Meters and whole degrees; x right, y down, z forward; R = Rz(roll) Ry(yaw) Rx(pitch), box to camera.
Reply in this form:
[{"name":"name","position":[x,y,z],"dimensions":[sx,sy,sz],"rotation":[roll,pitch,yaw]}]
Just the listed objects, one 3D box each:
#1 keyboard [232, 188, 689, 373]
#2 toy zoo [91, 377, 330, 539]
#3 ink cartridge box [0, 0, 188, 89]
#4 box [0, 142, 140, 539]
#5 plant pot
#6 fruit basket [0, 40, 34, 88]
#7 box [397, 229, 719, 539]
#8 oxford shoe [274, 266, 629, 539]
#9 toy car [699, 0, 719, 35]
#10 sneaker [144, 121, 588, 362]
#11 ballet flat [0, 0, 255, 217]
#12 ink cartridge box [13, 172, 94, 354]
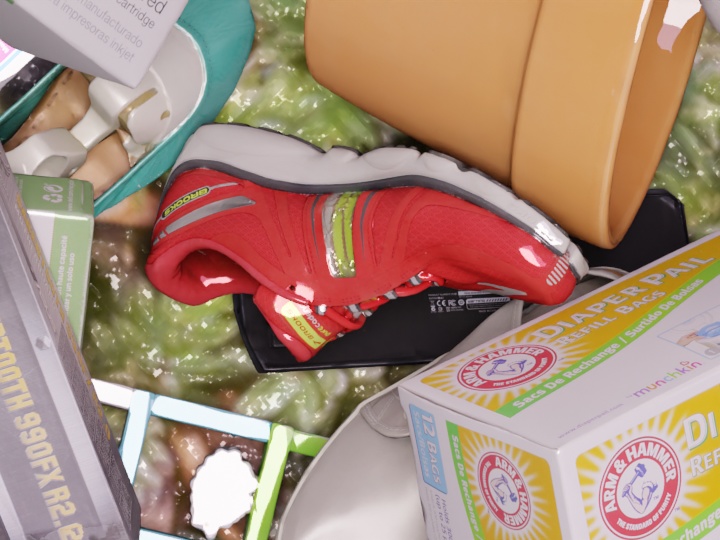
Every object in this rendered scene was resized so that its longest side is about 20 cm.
[{"name":"keyboard","position":[0.045,0.021,1.225],"dimensions":[0.199,0.040,0.104],"rotation":[-3,65,-5]},{"name":"toy zoo","position":[-0.104,0.114,1.204],"dimensions":[0.199,0.020,0.132],"rotation":[14,87,-6]},{"name":"ink cartridge box","position":[-0.103,-0.194,1.082],"dimensions":[0.145,0.087,0.200],"rotation":[38,78,-43]},{"name":"box","position":[-0.189,0.039,1.091],"dimensions":[0.158,0.048,0.200],"rotation":[-18,113,4]},{"name":"plant pot","position":[0.064,-0.123,1.155],"dimensions":[0.140,0.200,0.201],"rotation":[16,86,10]},{"name":"fruit basket","position":[-0.262,-0.089,1.156],"dimensions":[0.200,0.094,0.185],"rotation":[-43,93,-6]},{"name":"box","position":[0.128,0.066,1.103],"dimensions":[0.200,0.101,0.113],"rotation":[-25,115,-28]},{"name":"oxford shoe","position":[0.045,0.064,1.157],"dimensions":[0.200,0.058,0.075],"rotation":[-39,84,-12]},{"name":"toy car","position":[0.240,-0.143,1.095],"dimensions":[0.150,0.175,0.200],"rotation":[30,74,-41]},{"name":"sneaker","position":[0.000,0.000,1.152],"dimensions":[0.200,0.077,0.085],"rotation":[9,66,34]},{"name":"ballet flat","position":[-0.116,-0.054,1.183],"dimensions":[0.200,0.070,0.067],"rotation":[-44,93,-6]},{"name":"ink cartridge box","position":[-0.211,0.026,1.136],"dimensions":[0.199,0.048,0.146],"rotation":[6,112,-7]}]
